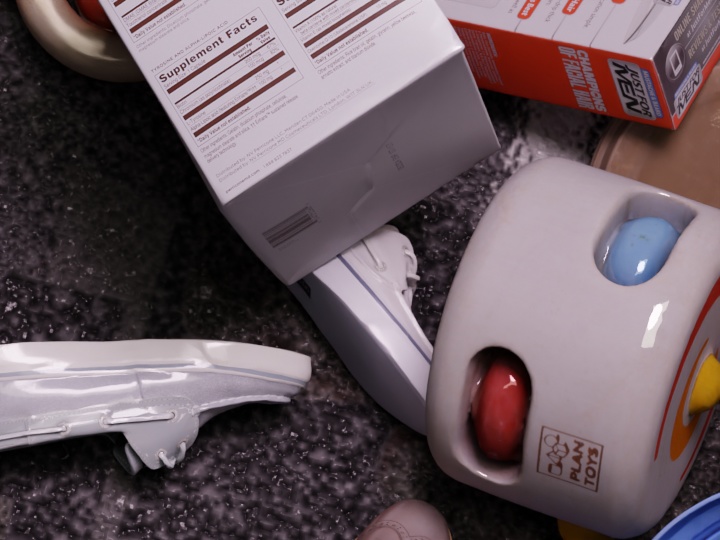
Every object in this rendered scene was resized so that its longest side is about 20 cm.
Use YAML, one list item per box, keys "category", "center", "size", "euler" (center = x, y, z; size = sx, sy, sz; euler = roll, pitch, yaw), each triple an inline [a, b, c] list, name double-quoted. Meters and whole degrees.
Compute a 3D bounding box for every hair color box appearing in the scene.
- category: "hair color box"
  center: [0.113, -0.157, 1.567]
  size: [0.199, 0.064, 0.111]
  euler: [15, 57, 33]

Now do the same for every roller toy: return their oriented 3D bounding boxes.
- category: "roller toy"
  center: [0.127, 0.045, 1.443]
  size: [0.139, 0.182, 0.201]
  euler: [19, 84, 18]

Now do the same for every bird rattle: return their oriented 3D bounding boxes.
- category: "bird rattle"
  center: [-0.148, -0.187, 1.555]
  size: [0.199, 0.113, 0.164]
  euler: [-21, 76, -17]

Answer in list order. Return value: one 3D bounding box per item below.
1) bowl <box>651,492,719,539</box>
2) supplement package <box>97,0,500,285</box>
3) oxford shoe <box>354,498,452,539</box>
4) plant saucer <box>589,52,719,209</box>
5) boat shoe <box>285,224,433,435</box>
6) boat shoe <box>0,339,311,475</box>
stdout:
- category: "bowl"
  center: [0.222, 0.212, 1.414]
  size: [0.200, 0.039, 0.202]
  euler: [-9, 72, 29]
- category: "supplement package"
  center: [-0.046, -0.130, 1.412]
  size: [0.147, 0.191, 0.201]
  euler: [-32, 75, 0]
- category: "oxford shoe"
  center: [0.012, 0.176, 1.405]
  size: [0.071, 0.073, 0.200]
  euler: [23, 38, 3]
- category: "plant saucer"
  center: [0.221, -0.033, 1.539]
  size: [0.199, 0.029, 0.202]
  euler: [-1, 87, 16]
- category: "boat shoe"
  center: [0.000, 0.000, 1.513]
  size: [0.065, 0.074, 0.200]
  euler: [-33, 76, -19]
- category: "boat shoe"
  center: [-0.125, 0.075, 1.463]
  size: [0.199, 0.070, 0.072]
  euler: [-1, 84, -13]
